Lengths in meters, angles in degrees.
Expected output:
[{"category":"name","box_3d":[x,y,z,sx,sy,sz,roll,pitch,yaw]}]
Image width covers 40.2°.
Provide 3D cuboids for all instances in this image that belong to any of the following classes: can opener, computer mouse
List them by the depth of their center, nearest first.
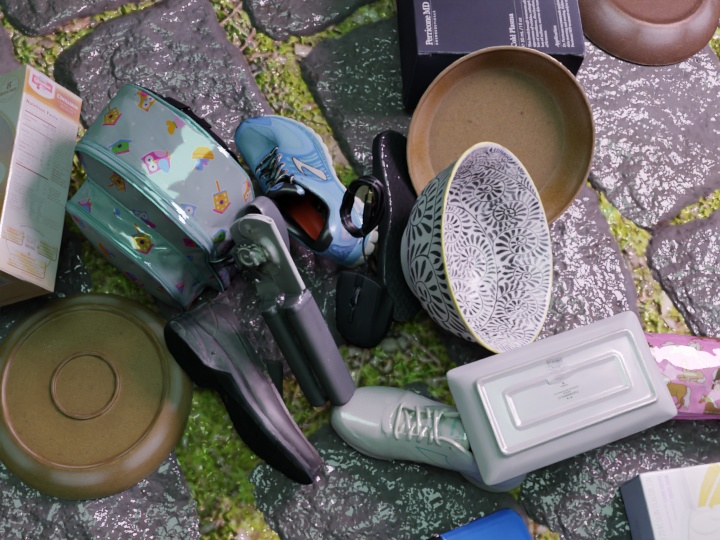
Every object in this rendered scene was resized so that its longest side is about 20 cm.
[{"category":"can opener","box_3d":[-0.055,0.028,0.897,0.053,0.202,0.067,-8,29,35]},{"category":"computer mouse","box_3d":[0.000,0.000,0.912,0.058,0.203,0.034,21,44,25]}]

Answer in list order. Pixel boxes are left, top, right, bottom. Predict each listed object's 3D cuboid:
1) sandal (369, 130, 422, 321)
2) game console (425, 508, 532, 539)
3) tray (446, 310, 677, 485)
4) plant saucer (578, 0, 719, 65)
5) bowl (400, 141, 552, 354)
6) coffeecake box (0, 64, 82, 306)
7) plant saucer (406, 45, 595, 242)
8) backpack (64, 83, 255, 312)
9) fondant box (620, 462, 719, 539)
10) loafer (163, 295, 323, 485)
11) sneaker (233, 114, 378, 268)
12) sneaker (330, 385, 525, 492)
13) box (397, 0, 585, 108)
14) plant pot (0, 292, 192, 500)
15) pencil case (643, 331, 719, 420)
[{"category":"sandal","box_3d":[0.032,-0.043,1.005,0.074,0.045,0.204,17,63,-45]},{"category":"game console","box_3d":[0.095,0.341,0.872,0.169,0.118,0.203,-30,70,16]},{"category":"tray","box_3d":[0.185,0.110,0.888,0.196,0.022,0.109,-17,73,-12]},{"category":"plant saucer","box_3d":[0.340,-0.340,1.172,0.196,0.037,0.204,2,66,-5]},{"category":"bowl","box_3d":[0.101,-0.017,0.963,0.093,0.200,0.204,-7,59,39]},{"category":"coffeecake box","box_3d":[-0.351,-0.071,0.927,0.151,0.073,0.204,-14,63,30]},{"category":"plant saucer","box_3d":[0.142,-0.131,1.015,0.196,0.036,0.204,-2,110,-5]},{"category":"backpack","box_3d":[-0.183,-0.067,0.914,0.175,0.201,0.154,37,69,9]},{"category":"fondant box","box_3d":[0.357,0.253,0.914,0.196,0.058,0.147,-5,68,-9]},{"category":"loafer","box_3d":[-0.096,0.108,0.919,0.072,0.073,0.201,-37,86,-30]},{"category":"sneaker","box_3d":[-0.065,-0.088,0.973,0.200,0.089,0.079,47,113,26]},{"category":"sneaker","box_3d":[0.069,0.147,0.917,0.196,0.080,0.072,15,68,2]},{"category":"box","box_3d":[0.135,-0.290,1.083,0.178,0.104,0.204,0,66,-6]},{"category":"plant pot","box_3d":[-0.258,0.111,0.927,0.196,0.028,0.204,2,67,-4]},{"category":"pencil case","box_3d":[0.300,0.106,0.957,0.196,0.083,0.088,2,100,-6]}]
